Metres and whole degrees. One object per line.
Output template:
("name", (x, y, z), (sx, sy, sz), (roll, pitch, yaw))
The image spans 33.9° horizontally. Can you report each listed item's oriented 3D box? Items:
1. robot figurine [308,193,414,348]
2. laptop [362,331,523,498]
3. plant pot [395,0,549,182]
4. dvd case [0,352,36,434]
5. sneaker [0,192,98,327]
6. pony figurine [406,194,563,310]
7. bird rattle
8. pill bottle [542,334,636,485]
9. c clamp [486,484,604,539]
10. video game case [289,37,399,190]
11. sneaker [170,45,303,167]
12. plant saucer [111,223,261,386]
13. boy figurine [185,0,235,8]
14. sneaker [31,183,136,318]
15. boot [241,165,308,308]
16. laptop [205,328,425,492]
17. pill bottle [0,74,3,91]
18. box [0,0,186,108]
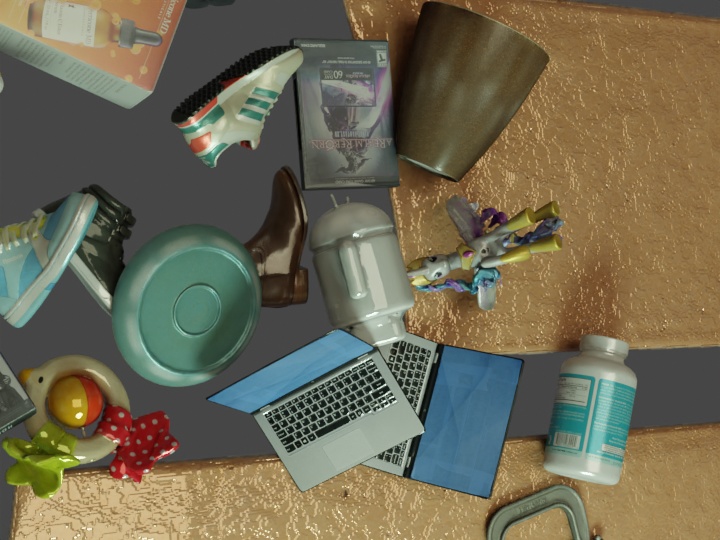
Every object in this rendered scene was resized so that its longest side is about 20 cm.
("robot figurine", (0.000, 0.000, 1.504), (0.112, 0.170, 0.201), (-16, 85, 3))
("laptop", (0.082, 0.177, 1.547), (0.199, 0.116, 0.188), (21, 77, -24))
("plant pot", (0.129, -0.228, 1.586), (0.186, 0.187, 0.201), (23, 92, -23))
("dvd case", (-0.473, 0.112, 1.295), (0.150, 0.025, 0.200), (-31, 75, -24))
("sneaker", (-0.386, -0.034, 1.313), (0.130, 0.200, 0.080), (34, 28, -14))
("pony figurine", (0.168, -0.031, 1.567), (0.193, 0.199, 0.167), (-17, 87, -61))
("bird rattle", (-0.318, 0.174, 1.372), (0.199, 0.113, 0.164), (-11, 75, -29))
("pill bottle", (0.330, 0.196, 1.678), (0.110, 0.111, 0.201), (18, 79, -24))
("c clamp", (0.270, 0.397, 1.682), (0.199, 0.027, 0.172), (-9, 91, -27))
("video game case", (-0.020, -0.210, 1.585), (0.142, 0.019, 0.201), (-4, 88, -26))
("sneaker", (-0.144, -0.209, 1.505), (0.200, 0.070, 0.094), (-40, 121, -25))
("plant saucer", (-0.199, 0.046, 1.412), (0.199, 0.027, 0.201), (-10, 108, -33))
("boy figurine", (-0.208, -0.434, 1.480), (0.124, 0.064, 0.201), (-9, 87, 1))
("sneaker", (-0.291, -0.016, 1.408), (0.099, 0.071, 0.200), (-39, 99, -18))
("boot", (-0.167, -0.033, 1.479), (0.199, 0.064, 0.187), (-6, 91, -22))
("laptop", (-0.050, 0.176, 1.443), (0.187, 0.116, 0.201), (-28, 102, 13))
("pill bottle", (-0.484, -0.275, 1.306), (0.116, 0.116, 0.201), (-24, 98, -25))
("box", (-0.324, -0.307, 1.392), (0.199, 0.106, 0.153), (23, 77, -23))
